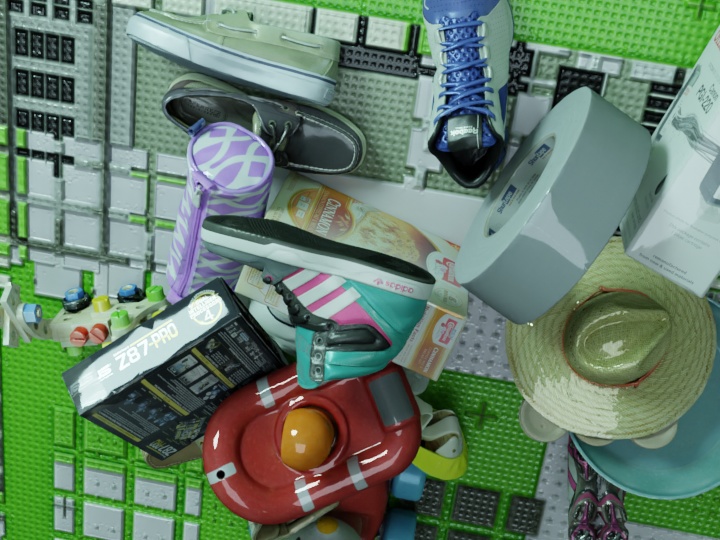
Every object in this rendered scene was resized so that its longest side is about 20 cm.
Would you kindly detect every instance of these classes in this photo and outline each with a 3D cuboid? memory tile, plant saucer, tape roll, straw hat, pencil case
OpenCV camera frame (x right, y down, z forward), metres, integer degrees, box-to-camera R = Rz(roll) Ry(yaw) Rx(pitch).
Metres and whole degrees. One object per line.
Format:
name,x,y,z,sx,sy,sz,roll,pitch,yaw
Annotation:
memory tile,0.225,0.065,1.014,0.150,0.017,0.204,2,85,4
plant saucer,0.289,0.117,1.031,0.196,0.036,0.204,0,83,4
tape roll,0.162,-0.056,0.918,0.066,0.201,0.201,33,115,-7
straw hat,0.233,0.061,0.963,0.197,0.085,0.205,0,84,4
pencil case,-0.134,-0.046,0.993,0.083,0.086,0.201,30,143,7

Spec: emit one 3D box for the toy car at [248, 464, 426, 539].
toy car,-0.033,0.270,1.097,0.181,0.201,0.180,10,116,3

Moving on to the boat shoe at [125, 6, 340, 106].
boat shoe,-0.113,-0.206,0.974,0.197,0.072,0.063,17,92,-3

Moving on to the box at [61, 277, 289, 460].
box,-0.156,0.098,0.973,0.160,0.200,0.049,-33,67,-2

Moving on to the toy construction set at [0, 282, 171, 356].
toy construction set,-0.270,0.059,1.074,0.196,0.132,0.094,9,115,4

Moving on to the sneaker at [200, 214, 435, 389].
sneaker,-0.047,0.033,0.888,0.197,0.084,0.123,17,103,-1

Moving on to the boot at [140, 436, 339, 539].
boot,-0.124,0.199,1.066,0.197,0.156,0.072,-20,144,6

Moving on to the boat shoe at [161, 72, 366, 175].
boat shoe,-0.093,-0.129,0.998,0.197,0.065,0.073,20,116,-1

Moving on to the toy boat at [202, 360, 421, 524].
toy boat,-0.047,0.146,0.941,0.198,0.131,0.132,-24,84,4

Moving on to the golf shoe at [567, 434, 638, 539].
golf shoe,0.243,0.196,1.092,0.071,0.092,0.204,9,93,5

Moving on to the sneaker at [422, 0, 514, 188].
sneaker,0.097,-0.159,0.928,0.079,0.116,0.202,-4,114,9

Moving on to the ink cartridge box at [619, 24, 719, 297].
ink cartridge box,0.304,-0.103,0.906,0.084,0.146,0.202,27,115,-3

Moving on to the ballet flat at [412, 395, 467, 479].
ballet flat,0.059,0.158,1.069,0.199,0.068,0.067,30,132,-35

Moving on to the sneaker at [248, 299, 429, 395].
sneaker,-0.020,0.071,1.084,0.198,0.077,0.081,31,139,-11

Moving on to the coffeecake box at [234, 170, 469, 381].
coffeecake box,0.000,0.000,0.993,0.197,0.154,0.074,24,114,-3
